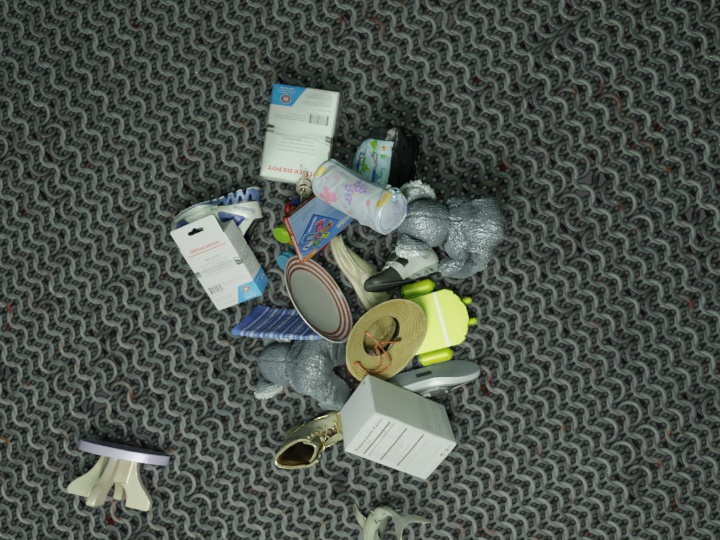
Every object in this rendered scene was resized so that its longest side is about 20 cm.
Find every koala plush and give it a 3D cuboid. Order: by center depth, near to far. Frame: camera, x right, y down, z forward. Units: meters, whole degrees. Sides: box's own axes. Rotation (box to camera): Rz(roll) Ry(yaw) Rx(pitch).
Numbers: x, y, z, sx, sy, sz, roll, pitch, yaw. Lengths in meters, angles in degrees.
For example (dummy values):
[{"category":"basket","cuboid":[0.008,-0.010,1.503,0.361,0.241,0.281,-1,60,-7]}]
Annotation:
[{"category":"koala plush","cuboid":[0.165,-0.090,1.257,0.199,0.184,0.178,11,81,-15]},{"category":"koala plush","cuboid":[-0.133,0.198,1.340,0.199,0.184,0.178,3,80,24]}]

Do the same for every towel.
[{"category":"towel","cuboid":[-0.154,0.107,1.324,0.199,0.145,0.024,1,107,16]}]

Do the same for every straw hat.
[{"category":"straw hat","cuboid":[0.035,0.127,1.323,0.200,0.085,0.202,-13,123,-22]}]

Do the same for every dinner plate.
[{"category":"dinner plate","cuboid":[-0.088,0.060,1.270,0.024,0.200,0.201,-33,89,22]}]

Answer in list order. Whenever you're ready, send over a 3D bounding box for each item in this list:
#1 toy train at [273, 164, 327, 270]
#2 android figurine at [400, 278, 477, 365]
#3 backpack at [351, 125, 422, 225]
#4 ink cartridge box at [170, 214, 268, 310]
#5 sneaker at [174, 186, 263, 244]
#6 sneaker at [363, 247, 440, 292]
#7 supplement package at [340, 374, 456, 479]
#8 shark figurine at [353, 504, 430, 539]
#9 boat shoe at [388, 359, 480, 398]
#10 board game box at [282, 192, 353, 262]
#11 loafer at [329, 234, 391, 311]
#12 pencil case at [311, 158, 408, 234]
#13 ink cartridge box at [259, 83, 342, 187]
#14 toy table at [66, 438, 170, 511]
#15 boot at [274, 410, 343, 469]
[{"category":"toy train","cuboid":[-0.139,-0.103,1.306,0.084,0.116,0.201,11,130,26]},{"category":"android figurine","cuboid":[0.150,0.110,1.370,0.199,0.041,0.183,-17,89,7]},{"category":"backpack","cuboid":[0.048,-0.187,1.321,0.153,0.163,0.201,-2,93,21]},{"category":"ink cartridge box","cuboid":[-0.295,-0.028,1.338,0.116,0.068,0.201,-19,114,18]},{"category":"sneaker","cuboid":[-0.296,-0.098,1.377,0.199,0.081,0.116,-20,88,3]},{"category":"sneaker","cuboid":[0.079,-0.011,1.330,0.199,0.074,0.089,-17,83,-35]},{"category":"supplement package","cuboid":[0.074,0.321,1.297,0.199,0.117,0.118,26,115,-20]},{"category":"shark figurine","cuboid":[0.062,0.533,1.360,0.089,0.215,0.128,-7,56,-32]},{"category":"boat shoe","cuboid":[0.161,0.248,1.365,0.199,0.070,0.067,-13,116,-4]},{"category":"board game box","cuboid":[-0.076,-0.113,1.307,0.019,0.200,0.103,4,126,39]},{"category":"loafer","cuboid":[0.000,0.000,1.366,0.068,0.076,0.201,-31,98,3]},{"category":"pencil case","cuboid":[-0.004,-0.145,1.217,0.083,0.091,0.200,-34,47,-32]},{"category":"ink cartridge box","cuboid":[-0.125,-0.284,1.358,0.145,0.084,0.201,9,93,3]},{"category":"toy table","cuboid":[-0.525,0.440,1.367,0.199,0.184,0.118,8,76,16]},{"category":"boot","cuboid":[-0.078,0.350,1.335,0.199,0.155,0.072,-21,90,4]}]
